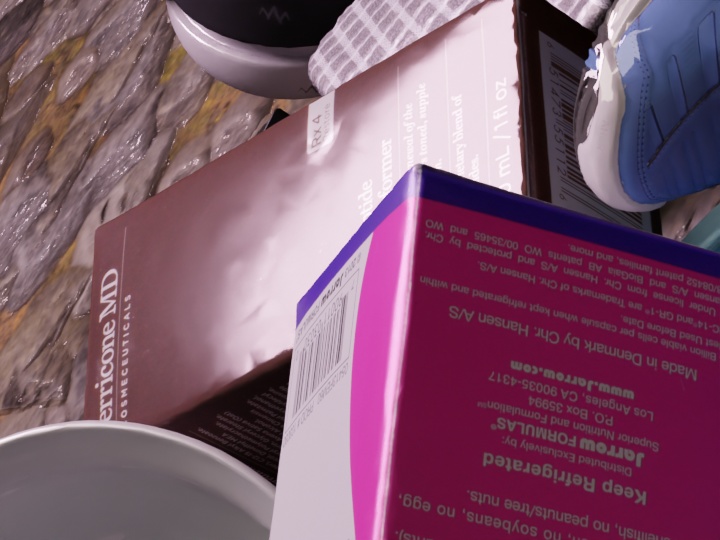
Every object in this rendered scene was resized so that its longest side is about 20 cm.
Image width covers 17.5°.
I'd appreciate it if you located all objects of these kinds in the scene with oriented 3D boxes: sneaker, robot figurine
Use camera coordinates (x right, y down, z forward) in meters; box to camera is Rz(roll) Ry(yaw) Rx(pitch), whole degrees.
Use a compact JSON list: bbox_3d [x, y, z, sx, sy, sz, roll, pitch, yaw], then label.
[{"bbox_3d":[0.151,-0.076,0.665,0.200,0.076,0.077,-31,40,-8],"label":"sneaker"},{"bbox_3d":[-0.032,-0.172,1.049,0.150,0.200,0.125,25,51,23],"label":"robot figurine"}]

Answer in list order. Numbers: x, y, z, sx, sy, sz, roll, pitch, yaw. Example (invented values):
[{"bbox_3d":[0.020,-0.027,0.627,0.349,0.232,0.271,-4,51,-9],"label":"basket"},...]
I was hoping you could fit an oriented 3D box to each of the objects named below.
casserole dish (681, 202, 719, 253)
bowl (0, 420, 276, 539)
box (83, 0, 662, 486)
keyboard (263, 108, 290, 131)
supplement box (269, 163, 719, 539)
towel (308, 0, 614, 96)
[{"bbox_3d":[0.130,0.043,0.653,0.121,0.039,0.200,-44,27,20],"label":"casserole dish"},{"bbox_3d":[-0.071,0.152,0.760,0.201,0.201,0.090,-52,-18,6],"label":"bowl"},{"bbox_3d":[0.000,0.000,0.768,0.200,0.075,0.100,-30,47,35],"label":"box"},{"bbox_3d":[-0.070,0.024,1.062,0.200,0.040,0.104,-64,3,-18],"label":"keyboard"},{"bbox_3d":[0.032,0.091,0.620,0.101,0.103,0.201,132,151,-59],"label":"supplement box"},{"bbox_3d":[0.066,-0.098,0.895,0.166,0.086,0.200,-51,25,9],"label":"towel"}]
